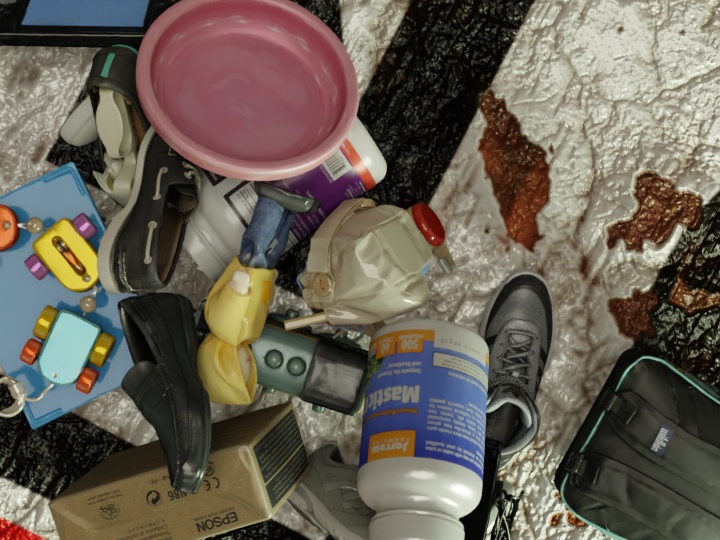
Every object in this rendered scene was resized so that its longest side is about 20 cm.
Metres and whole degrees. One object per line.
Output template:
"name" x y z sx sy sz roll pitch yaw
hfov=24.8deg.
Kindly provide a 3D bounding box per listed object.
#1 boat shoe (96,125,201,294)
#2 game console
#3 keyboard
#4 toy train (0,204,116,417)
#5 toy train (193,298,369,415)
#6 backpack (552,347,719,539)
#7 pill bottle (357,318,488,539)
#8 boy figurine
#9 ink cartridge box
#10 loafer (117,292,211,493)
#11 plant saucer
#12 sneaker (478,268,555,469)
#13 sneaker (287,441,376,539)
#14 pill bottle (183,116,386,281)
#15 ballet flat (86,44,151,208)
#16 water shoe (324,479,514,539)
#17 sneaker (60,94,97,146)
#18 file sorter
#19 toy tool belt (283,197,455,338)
"boat shoe" -0.174 -0.064 1.469 0.060 0.074 0.201 1 48 23
"game console" -0.254 -0.293 1.535 0.198 0.176 0.117 0 120 -2
"keyboard" 0.100 0.249 1.526 0.103 0.040 0.202 17 104 31
"toy train" -0.294 0.022 1.449 0.149 0.056 0.202 -13 89 -1
"toy train" -0.075 0.080 1.547 0.198 0.114 0.086 19 90 -3
"backpack" 0.300 0.187 1.544 0.199 0.153 0.177 29 93 7
"pill bottle" 0.054 0.154 1.449 0.111 0.112 0.202 7 63 -2
"boy figurine" -0.098 0.022 1.444 0.064 0.124 0.202 17 88 8
"ink cartridge box" -0.160 0.196 1.500 0.198 0.165 0.076 -18 94 14
"loafer" -0.171 0.104 1.409 0.070 0.068 0.202 2 49 -21
"plant saucer" -0.102 -0.158 1.456 0.199 0.051 0.202 7 58 -10
"sneaker" 0.146 0.099 1.556 0.075 0.114 0.202 14 91 -3
"sneaker" 0.001 0.219 1.528 0.082 0.200 0.075 -48 136 -10
"pill bottle" -0.081 -0.079 1.544 0.199 0.112 0.113 -36 92 0
"ballet flat" -0.219 -0.110 1.513 0.067 0.069 0.201 1 129 14
"water shoe" 0.054 0.245 1.576 0.199 0.072 0.079 -32 94 -1
"sneaker" -0.188 -0.161 1.557 0.199 0.073 0.085 -33 90 -2
"file sorter" -0.280 0.021 1.534 0.138 0.123 0.201 -26 93 -2
"toy tool belt" 0.000 0.000 1.528 0.122 0.200 0.125 -32 93 22
